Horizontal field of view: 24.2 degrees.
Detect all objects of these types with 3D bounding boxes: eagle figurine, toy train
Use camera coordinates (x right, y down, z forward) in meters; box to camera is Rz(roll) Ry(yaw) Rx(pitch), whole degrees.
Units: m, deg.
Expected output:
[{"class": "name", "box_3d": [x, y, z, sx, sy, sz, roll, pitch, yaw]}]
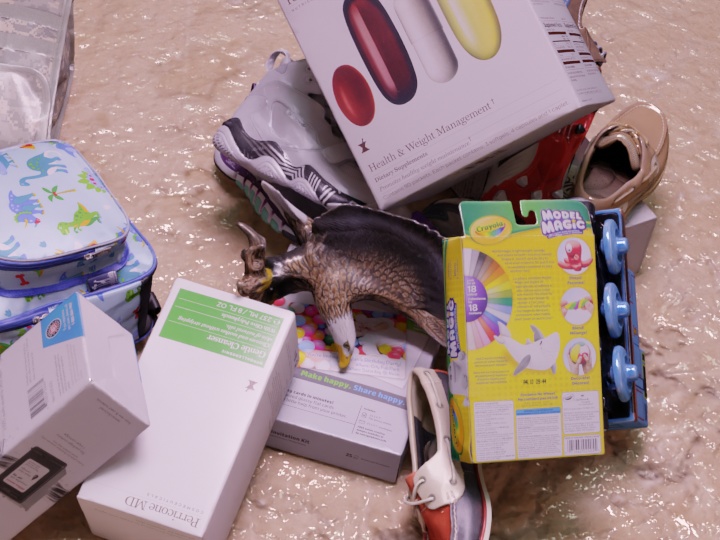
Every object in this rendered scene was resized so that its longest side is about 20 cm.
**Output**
[{"class": "eagle figurine", "box_3d": [0.001, 0.007, 1.395, 0.200, 0.151, 0.152, -5, 32, 0]}, {"class": "toy train", "box_3d": [0.192, 0.042, 1.401, 0.087, 0.114, 0.200, -7, 77, 19]}]

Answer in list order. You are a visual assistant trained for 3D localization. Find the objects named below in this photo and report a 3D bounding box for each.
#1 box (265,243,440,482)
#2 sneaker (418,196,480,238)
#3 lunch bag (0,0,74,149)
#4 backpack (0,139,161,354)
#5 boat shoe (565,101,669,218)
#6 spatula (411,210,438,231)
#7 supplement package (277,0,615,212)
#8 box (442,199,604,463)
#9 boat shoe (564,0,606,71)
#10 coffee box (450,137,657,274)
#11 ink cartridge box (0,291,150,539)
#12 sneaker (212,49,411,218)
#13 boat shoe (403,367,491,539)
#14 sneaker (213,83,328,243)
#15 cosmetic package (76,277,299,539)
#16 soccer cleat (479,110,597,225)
[{"class": "box", "box_3d": [-0.017, 0.075, 1.437, 0.156, 0.041, 0.200, 16, 45, 6]}, {"class": "sneaker", "box_3d": [0.115, 0.010, 1.499, 0.086, 0.078, 0.200, -32, 58, -30]}, {"class": "lunch bag", "box_3d": [-0.360, -0.166, 1.563, 0.164, 0.118, 0.200, 5, 51, -4]}, {"class": "backpack", "box_3d": [-0.290, -0.009, 1.398, 0.200, 0.147, 0.183, -23, 51, -25]}, {"class": "boat shoe", "box_3d": [0.239, -0.099, 1.520, 0.071, 0.065, 0.200, 23, 46, 10]}, {"class": "spatula", "box_3d": [0.010, -0.059, 1.570, 0.021, 0.057, 0.200, 13, 25, -49]}, {"class": "supplement package", "box_3d": [0.072, -0.183, 1.389, 0.200, 0.191, 0.147, 63, 20, 2]}, {"class": "box", "box_3d": [0.125, 0.045, 1.299, 0.117, 0.048, 0.200, -1, 89, -20]}, {"class": "boat shoe", "box_3d": [0.215, -0.212, 1.743, 0.072, 0.072, 0.200, 19, 56, 2]}, {"class": "coffee box", "box_3d": [0.171, -0.074, 1.585, 0.113, 0.080, 0.200, -17, 52, -24]}, {"class": "ink cartridge box", "box_3d": [-0.260, 0.125, 1.274, 0.200, 0.067, 0.116, -39, 36, 13]}, {"class": "sneaker", "box_3d": [-0.026, -0.115, 1.463, 0.200, 0.075, 0.115, 28, 89, 23]}, {"class": "boat shoe", "box_3d": [0.063, 0.166, 1.321, 0.063, 0.071, 0.200, 21, 51, -21]}, {"class": "sneaker", "box_3d": [-0.063, -0.094, 1.535, 0.074, 0.088, 0.200, -3, 34, -44]}, {"class": "cosmetic package", "box_3d": [-0.130, 0.120, 1.307, 0.108, 0.085, 0.200, 15, 61, 9]}, {"class": "soccer cleat", "box_3d": [0.147, -0.082, 1.494, 0.069, 0.085, 0.200, 30, 73, -12]}]
